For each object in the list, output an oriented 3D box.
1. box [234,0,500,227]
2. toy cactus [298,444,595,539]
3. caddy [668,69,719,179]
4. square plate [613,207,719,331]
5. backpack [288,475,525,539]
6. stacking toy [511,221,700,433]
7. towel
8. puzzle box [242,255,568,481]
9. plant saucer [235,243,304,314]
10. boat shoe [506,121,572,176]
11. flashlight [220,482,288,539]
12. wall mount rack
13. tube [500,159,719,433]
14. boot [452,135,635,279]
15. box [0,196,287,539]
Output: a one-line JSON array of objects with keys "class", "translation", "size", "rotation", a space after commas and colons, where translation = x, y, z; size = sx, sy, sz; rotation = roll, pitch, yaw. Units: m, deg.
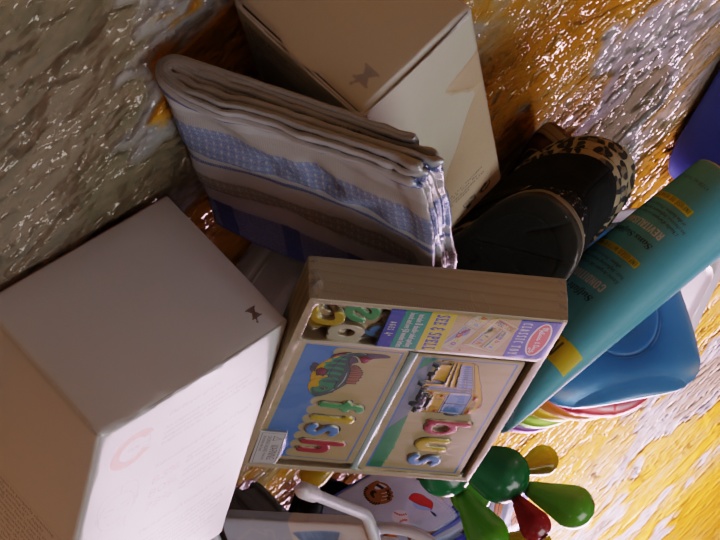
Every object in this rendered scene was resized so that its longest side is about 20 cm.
[{"class": "box", "translation": [0.007, -0.088, 1.456], "size": [0.078, 0.095, 0.200], "rotation": [-43, 161, -10]}, {"class": "toy cactus", "translation": [0.036, 0.118, 1.753], "size": [0.103, 0.199, 0.165], "rotation": [-59, 152, -12]}, {"class": "caddy", "translation": [0.304, -0.098, 1.998], "size": [0.141, 0.105, 0.200], "rotation": [-25, 152, -46]}, {"class": "square plate", "translation": [0.135, 0.027, 1.832], "size": [0.199, 0.029, 0.198], "rotation": [-7, 149, -15]}, {"class": "backpack", "translation": [0.036, 0.206, 2.017], "size": [0.190, 0.154, 0.201], "rotation": [-43, 160, -39]}, {"class": "stacking toy", "translation": [0.104, 0.056, 1.759], "size": [0.116, 0.110, 0.200], "rotation": [-8, 164, -30]}, {"class": "towel", "translation": [-0.022, -0.038, 1.427], "size": [0.200, 0.146, 0.024], "rotation": [76, 36, -69]}, {"class": "puzzle box", "translation": [0.018, 0.054, 1.499], "size": [0.132, 0.026, 0.200], "rotation": [4, 151, -11]}, {"class": "plant saucer", "translation": [0.000, 0.000, 1.674], "size": [0.200, 0.050, 0.200], "rotation": [-39, 158, -18]}, {"class": "boat shoe", "translation": [0.105, -0.018, 1.820], "size": [0.072, 0.072, 0.200], "rotation": [-39, 165, -21]}, {"class": "flashlight", "translation": [-0.023, 0.224, 1.839], "size": [0.068, 0.200, 0.068], "rotation": [-53, 157, 23]}, {"class": "wall mount rack", "translation": [-0.051, 0.171, 1.744], "size": [0.075, 0.199, 0.174], "rotation": [-60, 141, -46]}, {"class": "tube", "translation": [0.133, 0.016, 1.637], "size": [0.200, 0.077, 0.051], "rotation": [-38, 123, -14]}, {"class": "boot", "translation": [0.060, 0.005, 1.615], "size": [0.203, 0.074, 0.154], "rotation": [-35, -177, 28]}, {"class": "box", "translation": [-0.129, 0.079, 1.501], "size": [0.124, 0.097, 0.200], "rotation": [-32, 157, -32]}]
